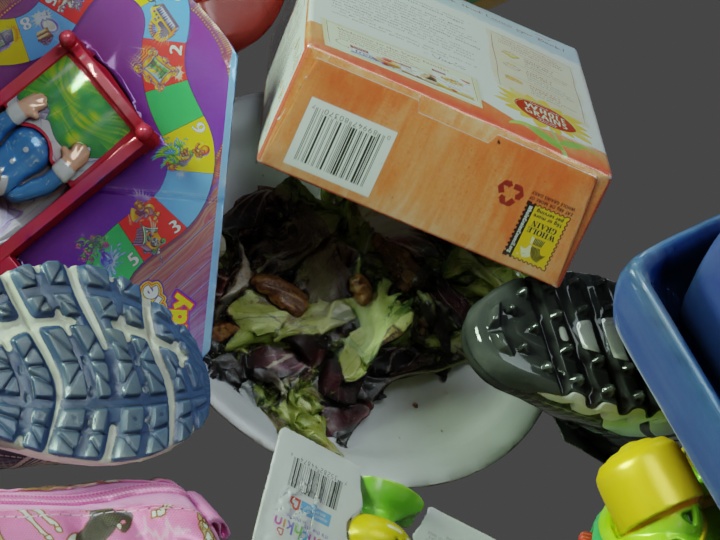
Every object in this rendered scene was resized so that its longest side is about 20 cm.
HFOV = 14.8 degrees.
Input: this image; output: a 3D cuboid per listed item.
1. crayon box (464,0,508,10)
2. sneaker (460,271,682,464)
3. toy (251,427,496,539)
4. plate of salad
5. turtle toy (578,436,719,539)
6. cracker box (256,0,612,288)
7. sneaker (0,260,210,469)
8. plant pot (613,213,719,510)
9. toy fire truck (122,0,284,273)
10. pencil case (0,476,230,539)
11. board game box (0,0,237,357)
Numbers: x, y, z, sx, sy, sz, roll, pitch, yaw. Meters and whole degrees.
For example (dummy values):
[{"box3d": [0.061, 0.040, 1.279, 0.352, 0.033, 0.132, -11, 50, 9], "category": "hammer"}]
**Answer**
[{"box3d": [0.111, -0.206, 1.306, 0.200, 0.173, 0.058, -26, 73, -38], "category": "crayon box"}, {"box3d": [0.107, 0.050, 1.180, 0.200, 0.090, 0.067, 6, 58, -42], "category": "sneaker"}, {"box3d": [-0.019, 0.174, 1.055, 0.115, 0.047, 0.200, 30, 62, -27], "category": "toy"}, {"box3d": [0.000, 0.000, 1.192, 0.200, 0.048, 0.200, 14, 54, -20], "category": "plate of salad"}, {"box3d": [0.121, 0.146, 1.107, 0.200, 0.101, 0.146, -6, 67, -56], "category": "turtle toy"}, {"box3d": [0.029, -0.072, 1.182, 0.134, 0.058, 0.200, 23, 18, -7], "category": "cracker box"}, {"box3d": [-0.155, 0.043, 1.034, 0.200, 0.085, 0.077, 2, 73, -25], "category": "sneaker"}, {"box3d": [0.227, 0.027, 1.090, 0.200, 0.180, 0.200, 60, 31, 4], "category": "plant pot"}, {"box3d": [-0.101, -0.094, 1.172, 0.176, 0.129, 0.200, -18, 88, -30], "category": "toy fire truck"}, {"box3d": [-0.148, 0.117, 1.007, 0.200, 0.087, 0.083, 2, 64, -28], "category": "pencil case"}, {"box3d": [-0.132, -0.035, 1.075, 0.158, 0.039, 0.200, 5, 85, 2], "category": "board game box"}]
